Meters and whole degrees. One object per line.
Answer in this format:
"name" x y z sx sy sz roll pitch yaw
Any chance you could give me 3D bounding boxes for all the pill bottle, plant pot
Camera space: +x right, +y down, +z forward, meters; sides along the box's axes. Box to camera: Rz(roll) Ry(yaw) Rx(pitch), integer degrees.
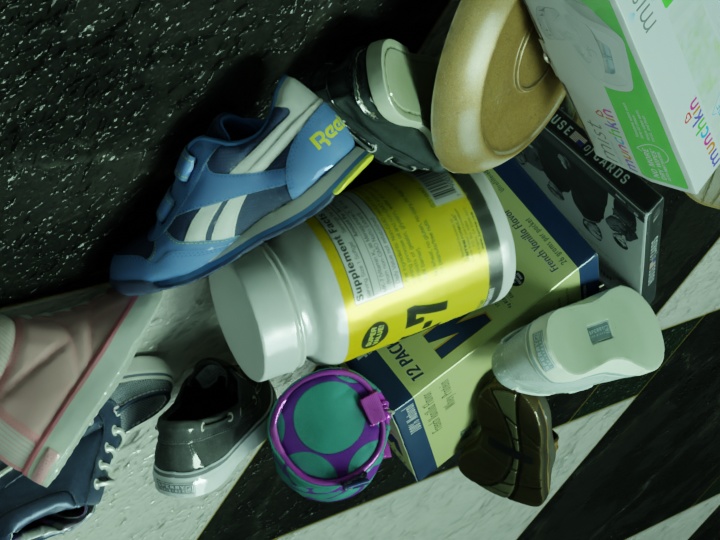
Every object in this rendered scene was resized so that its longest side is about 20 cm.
"pill bottle" 0.000 0.000 1.418 0.198 0.115 0.115 -21 153 -19
"plant pot" 0.112 -0.153 1.336 0.200 0.027 0.201 -46 151 -34

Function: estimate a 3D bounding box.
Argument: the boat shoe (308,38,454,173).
"boat shoe" 0.020 -0.103 1.336 0.065 0.075 0.199 -11 172 18

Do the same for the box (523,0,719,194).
"box" 0.204 -0.186 1.295 0.177 0.096 0.200 -51 140 -17

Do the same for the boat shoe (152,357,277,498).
"boat shoe" -0.110 0.100 1.483 0.200 0.069 0.067 -48 137 -66

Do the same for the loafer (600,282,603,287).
"loafer" 0.204 -0.012 1.807 0.076 0.068 0.200 -45 158 13

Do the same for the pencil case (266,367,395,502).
"pencil case" -0.021 0.126 1.480 0.091 0.086 0.200 -11 171 -3

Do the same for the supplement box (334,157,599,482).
"supplement box" 0.074 0.034 1.591 0.199 0.135 0.200 -37 159 -7

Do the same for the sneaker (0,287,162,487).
"sneaker" -0.200 0.048 1.276 0.076 0.104 0.201 -61 180 33

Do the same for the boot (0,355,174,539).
"boot" -0.195 0.131 1.399 0.199 0.091 0.073 -21 152 -39

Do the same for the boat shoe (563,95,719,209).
"boat shoe" 0.247 -0.105 1.567 0.199 0.063 0.074 15 119 -22

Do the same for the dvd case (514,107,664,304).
"dvd case" 0.172 -0.055 1.557 0.025 0.150 0.200 -43 160 -11

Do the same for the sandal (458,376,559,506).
"sandal" 0.125 0.131 1.606 0.055 0.081 0.201 -54 160 -27

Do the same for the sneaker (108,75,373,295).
"sneaker" -0.088 -0.051 1.261 0.199 0.083 0.074 -30 -168 24

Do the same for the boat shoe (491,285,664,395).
"boat shoe" 0.165 0.057 1.528 0.071 0.071 0.200 -21 171 33
